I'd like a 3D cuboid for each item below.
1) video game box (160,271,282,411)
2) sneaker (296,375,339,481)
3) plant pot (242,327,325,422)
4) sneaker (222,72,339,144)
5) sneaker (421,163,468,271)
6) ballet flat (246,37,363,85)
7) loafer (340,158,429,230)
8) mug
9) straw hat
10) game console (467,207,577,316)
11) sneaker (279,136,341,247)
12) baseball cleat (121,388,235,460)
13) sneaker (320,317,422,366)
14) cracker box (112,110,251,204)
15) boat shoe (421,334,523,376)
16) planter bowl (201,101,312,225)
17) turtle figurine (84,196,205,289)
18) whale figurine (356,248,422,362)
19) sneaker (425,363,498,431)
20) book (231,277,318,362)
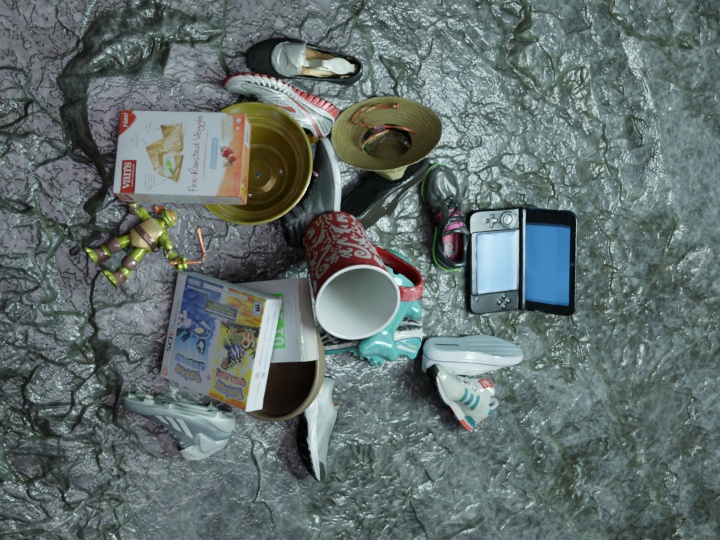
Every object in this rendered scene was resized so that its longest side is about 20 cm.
[{"bbox_3d":[-0.230,0.111,1.369,0.047,0.199,0.183,-2,104,-57],"label":"video game box"},{"bbox_3d":[-0.072,0.283,1.517,0.079,0.074,0.201,-6,101,-24],"label":"sneaker"},{"bbox_3d":[-0.134,0.151,1.436,0.093,0.200,0.202,1,102,-62],"label":"plant pot"},{"bbox_3d":[-0.134,-0.268,1.393,0.199,0.078,0.082,21,93,-22],"label":"sneaker"},{"bbox_3d":[0.164,-0.096,1.528,0.076,0.084,0.201,-17,105,-17],"label":"sneaker"},{"bbox_3d":[-0.086,-0.349,1.401,0.199,0.068,0.068,1,98,-20],"label":"ballet flat"},{"bbox_3d":[0.040,-0.137,1.492,0.200,0.073,0.071,-38,148,-15],"label":"loafer"},{"bbox_3d":[-0.009,0.008,1.365,0.177,0.200,0.134,27,111,-28],"label":"mug"},{"bbox_3d":[0.048,-0.205,1.440,0.200,0.201,0.085,-26,138,-14],"label":"straw hat"},{"bbox_3d":[0.299,-0.012,1.574,0.170,0.118,0.201,-6,101,-19],"label":"game console"},{"bbox_3d":[-0.089,-0.123,1.426,0.099,0.071,0.201,-7,114,-18],"label":"sneaker"},{"bbox_3d":[-0.312,0.266,1.427,0.199,0.070,0.107,15,94,-21],"label":"baseball cleat"},{"bbox_3d":[0.020,0.137,1.526,0.199,0.078,0.080,-2,111,-19],"label":"sneaker"},{"bbox_3d":[-0.275,-0.175,1.311,0.199,0.058,0.135,1,80,4],"label":"cracker box"},{"bbox_3d":[0.208,0.166,1.608,0.199,0.074,0.067,7,121,-13],"label":"boat shoe"},{"bbox_3d":[-0.173,-0.165,1.376,0.199,0.083,0.201,0,83,4],"label":"planter bowl"},{"bbox_3d":[-0.357,-0.058,1.356,0.161,0.064,0.200,-39,91,-13],"label":"turtle figurine"},{"bbox_3d":[0.041,0.054,1.463,0.158,0.104,0.201,15,60,-17],"label":"whale figurine"},{"bbox_3d":[0.195,0.218,1.573,0.093,0.070,0.200,-33,131,3],"label":"sneaker"},{"bbox_3d":[-0.168,0.084,1.381,0.048,0.199,0.134,0,85,-59],"label":"book"}]
